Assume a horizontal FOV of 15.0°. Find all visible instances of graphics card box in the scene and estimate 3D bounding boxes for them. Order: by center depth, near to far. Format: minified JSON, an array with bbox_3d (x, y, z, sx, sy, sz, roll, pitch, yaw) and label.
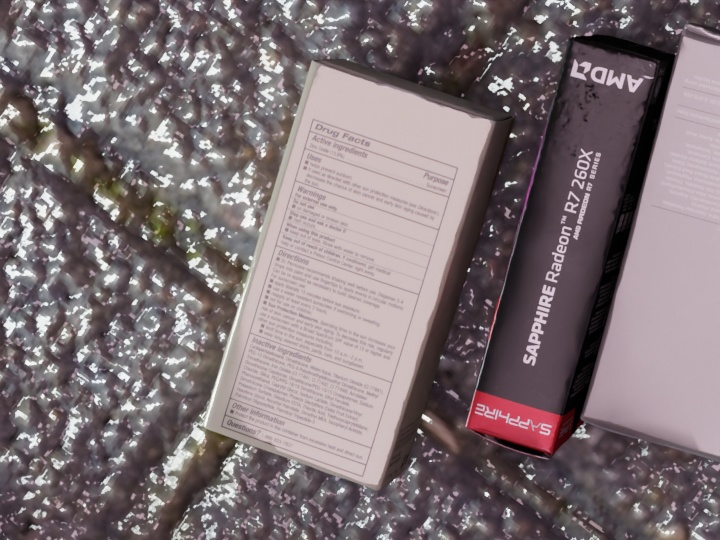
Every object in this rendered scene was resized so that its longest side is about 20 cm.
[{"bbox_3d":[0.108,-0.016,1.359,0.051,0.125,0.201,17,99,11],"label":"graphics card box"}]

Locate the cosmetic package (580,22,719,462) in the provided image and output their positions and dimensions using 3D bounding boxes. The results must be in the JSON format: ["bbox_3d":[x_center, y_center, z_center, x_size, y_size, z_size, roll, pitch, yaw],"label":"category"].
[{"bbox_3d":[0.176,-0.014,1.355,0.090,0.107,0.201,18,97,9],"label":"cosmetic package"}]

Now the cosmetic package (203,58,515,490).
[{"bbox_3d":[0.000,0.000,1.410,0.105,0.071,0.201,20,99,10],"label":"cosmetic package"}]
